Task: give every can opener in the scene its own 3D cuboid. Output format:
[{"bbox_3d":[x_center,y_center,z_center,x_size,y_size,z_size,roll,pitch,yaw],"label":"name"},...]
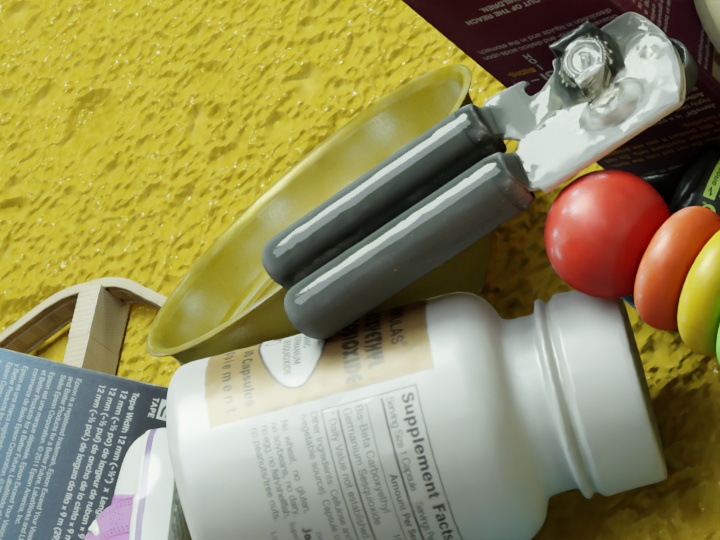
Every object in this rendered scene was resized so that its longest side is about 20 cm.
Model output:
[{"bbox_3d":[0.056,-0.036,1.242,0.200,0.067,0.053,-34,59,12],"label":"can opener"}]

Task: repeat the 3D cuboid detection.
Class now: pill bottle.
[{"bbox_3d":[0.026,0.072,1.269,0.200,0.114,0.114,-15,50,7],"label":"pill bottle"}]

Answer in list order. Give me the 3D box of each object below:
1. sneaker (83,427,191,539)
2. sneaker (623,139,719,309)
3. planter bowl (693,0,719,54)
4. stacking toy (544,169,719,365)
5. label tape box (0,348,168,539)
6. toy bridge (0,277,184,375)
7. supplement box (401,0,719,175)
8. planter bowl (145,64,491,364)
[{"bbox_3d":[-0.145,0.163,1.360,0.114,0.073,0.201,13,84,8],"label":"sneaker"},{"bbox_3d":[0.172,-0.012,1.249,0.200,0.083,0.071,3,65,43],"label":"sneaker"},{"bbox_3d":[0.221,-0.139,1.235,0.135,0.200,0.200,-28,39,65],"label":"planter bowl"},{"bbox_3d":[0.164,0.012,1.190,0.200,0.085,0.085,28,82,26],"label":"stacking toy"},{"bbox_3d":[-0.155,0.122,1.450,0.200,0.066,0.143,14,68,3],"label":"label tape box"},{"bbox_3d":[-0.140,0.038,1.544,0.200,0.027,0.067,-13,53,36],"label":"toy bridge"},{"bbox_3d":[0.109,-0.129,1.300,0.086,0.200,0.110,-16,52,37],"label":"supplement box"},{"bbox_3d":[0.000,0.000,1.374,0.200,0.083,0.200,-39,13,10],"label":"planter bowl"}]
